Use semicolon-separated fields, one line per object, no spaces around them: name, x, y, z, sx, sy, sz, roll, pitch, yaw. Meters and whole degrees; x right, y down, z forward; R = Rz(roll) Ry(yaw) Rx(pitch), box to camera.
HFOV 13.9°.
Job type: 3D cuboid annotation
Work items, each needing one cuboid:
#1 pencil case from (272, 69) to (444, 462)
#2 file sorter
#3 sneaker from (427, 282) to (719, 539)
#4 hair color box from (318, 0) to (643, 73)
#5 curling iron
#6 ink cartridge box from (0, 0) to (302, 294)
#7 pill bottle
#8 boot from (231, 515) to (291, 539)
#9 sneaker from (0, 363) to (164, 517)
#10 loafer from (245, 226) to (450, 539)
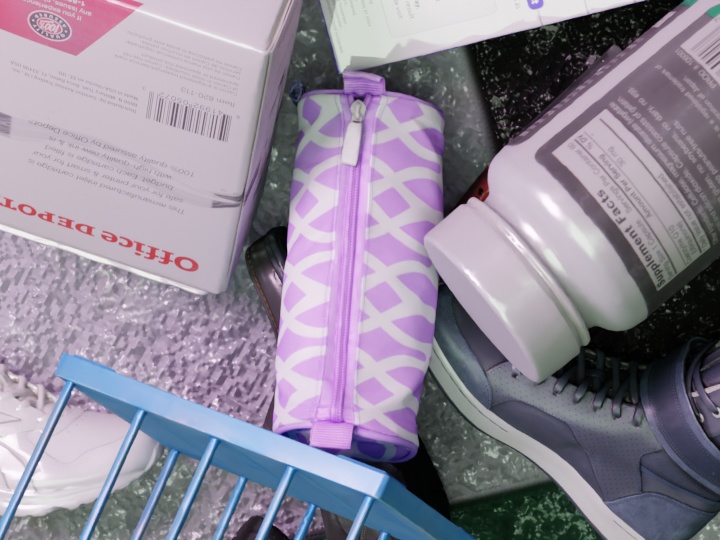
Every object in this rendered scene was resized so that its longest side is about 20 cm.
pencil case;0.000;0.000;1.514;0.084;0.086;0.201;3;77;0
file sorter;-0.066;0.146;1.500;0.199;0.139;0.123;18;79;28
sneaker;0.137;0.052;1.544;0.202;0.077;0.146;41;130;-14
hair color box;0.073;-0.180;1.512;0.199;0.065;0.110;-12;103;13
curling iron;0.065;-0.052;1.569;0.200;0.026;0.050;-39;101;16
ink cartridge box;-0.115;-0.095;1.506;0.146;0.083;0.200;18;142;3
pill bottle;0.136;-0.042;1.485;0.200;0.113;0.113;-39;98;-5
boot;-0.051;0.238;1.641;0.131;0.070;0.200;31;125;-12
sneaker;-0.208;0.080;1.622;0.199;0.078;0.100;0;103;7
loafer;-0.023;0.074;1.596;0.072;0.073;0.201;-21;101;18
